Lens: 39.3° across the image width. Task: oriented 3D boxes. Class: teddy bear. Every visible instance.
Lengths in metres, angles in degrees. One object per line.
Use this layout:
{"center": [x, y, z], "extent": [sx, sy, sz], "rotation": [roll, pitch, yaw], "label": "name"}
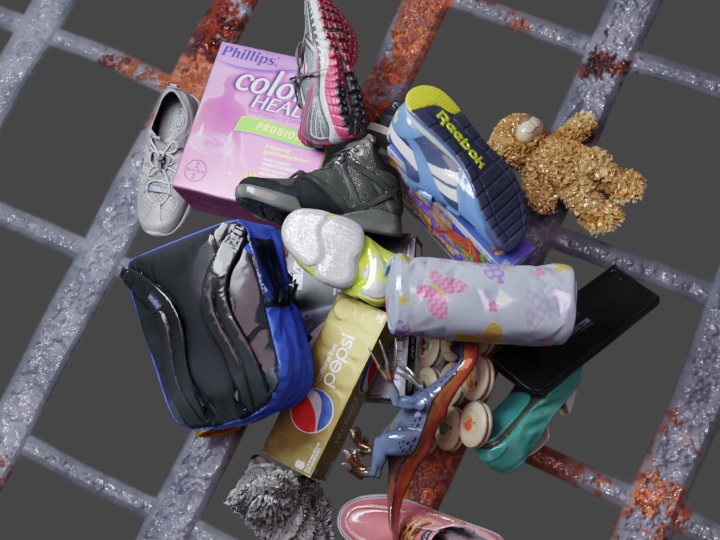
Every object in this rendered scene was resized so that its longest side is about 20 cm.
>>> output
{"center": [0.246, -0.126, 1.210], "extent": [0.145, 0.067, 0.200], "rotation": [-35, 73, -4], "label": "teddy bear"}

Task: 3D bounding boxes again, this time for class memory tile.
{"center": [0.103, 0.103, 1.138], "extent": [0.017, 0.153, 0.200], "rotation": [12, 73, -27], "label": "memory tile"}

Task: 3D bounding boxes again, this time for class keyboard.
{"center": [0.232, 0.057, 1.159], "extent": [0.200, 0.021, 0.127], "rotation": [-33, 49, -18], "label": "keyboard"}

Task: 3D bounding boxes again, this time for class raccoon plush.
{"center": [-0.065, 0.292, 1.111], "extent": [0.097, 0.134, 0.200], "rotation": [-42, 73, -5], "label": "raccoon plush"}

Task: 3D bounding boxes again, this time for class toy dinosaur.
{"center": [0.069, 0.156, 1.091], "extent": [0.181, 0.105, 0.200], "rotation": [-30, 92, 18], "label": "toy dinosaur"}

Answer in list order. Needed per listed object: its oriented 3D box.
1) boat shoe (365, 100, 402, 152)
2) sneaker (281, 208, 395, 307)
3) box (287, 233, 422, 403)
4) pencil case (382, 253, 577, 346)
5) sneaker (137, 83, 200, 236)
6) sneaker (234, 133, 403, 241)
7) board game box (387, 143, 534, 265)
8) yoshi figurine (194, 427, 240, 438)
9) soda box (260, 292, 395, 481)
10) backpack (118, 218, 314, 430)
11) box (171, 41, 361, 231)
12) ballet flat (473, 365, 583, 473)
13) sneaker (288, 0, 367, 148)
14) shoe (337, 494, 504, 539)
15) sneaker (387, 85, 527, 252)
{"center": [0.101, -0.160, 1.230], "extent": [0.199, 0.075, 0.066], "rotation": [24, 76, 36], "label": "boat shoe"}
{"center": [0.000, 0.000, 1.129], "extent": [0.200, 0.105, 0.076], "rotation": [31, 83, -3], "label": "sneaker"}
{"center": [-0.012, 0.056, 1.208], "extent": [0.160, 0.044, 0.200], "rotation": [2, 75, 15], "label": "box"}
{"center": [0.124, 0.028, 1.043], "extent": [0.200, 0.083, 0.091], "rotation": [3, 68, -5], "label": "pencil case"}
{"center": [-0.253, -0.143, 1.286], "extent": [0.075, 0.082, 0.200], "rotation": [3, 76, 10], "label": "sneaker"}
{"center": [-0.043, -0.103, 1.153], "extent": [0.199, 0.076, 0.114], "rotation": [8, 79, -16], "label": "sneaker"}
{"center": [0.114, -0.061, 1.176], "extent": [0.045, 0.135, 0.200], "rotation": [-39, 72, -9], "label": "board game box"}
{"center": [-0.193, 0.092, 1.203], "extent": [0.112, 0.112, 0.200], "rotation": [-16, 70, 11], "label": "yoshi figurine"}
{"center": [-0.031, 0.130, 1.134], "extent": [0.068, 0.064, 0.200], "rotation": [23, 82, 20], "label": "soda box"}
{"center": [-0.130, 0.064, 1.082], "extent": [0.162, 0.168, 0.200], "rotation": [-21, 78, 23], "label": "backpack"}
{"center": [-0.112, -0.161, 1.261], "extent": [0.176, 0.097, 0.200], "rotation": [15, 77, 13], "label": "box"}
{"center": [0.200, 0.152, 1.140], "extent": [0.200, 0.070, 0.067], "rotation": [-44, 29, -26], "label": "ballet flat"}
{"center": [-0.049, -0.240, 1.184], "extent": [0.075, 0.081, 0.200], "rotation": [-17, 66, 28], "label": "sneaker"}
{"center": [0.066, 0.293, 1.113], "extent": [0.200, 0.091, 0.072], "rotation": [13, 77, 12], "label": "shoe"}
{"center": [0.103, -0.102, 1.088], "extent": [0.074, 0.082, 0.200], "rotation": [-33, 86, -40], "label": "sneaker"}
